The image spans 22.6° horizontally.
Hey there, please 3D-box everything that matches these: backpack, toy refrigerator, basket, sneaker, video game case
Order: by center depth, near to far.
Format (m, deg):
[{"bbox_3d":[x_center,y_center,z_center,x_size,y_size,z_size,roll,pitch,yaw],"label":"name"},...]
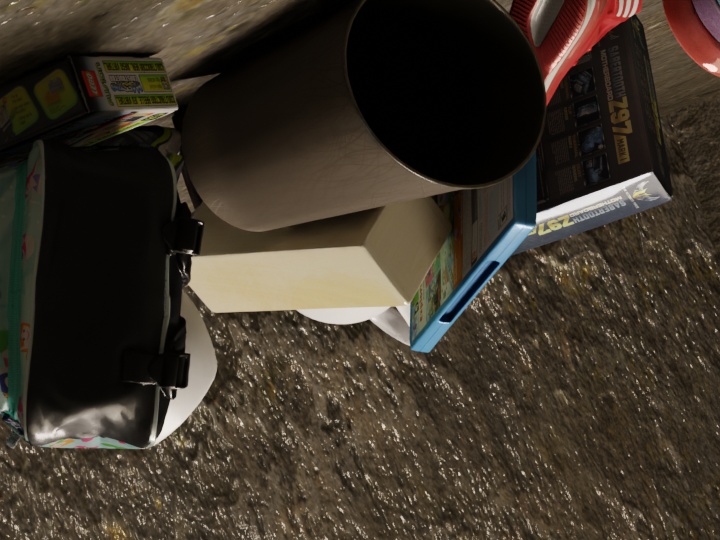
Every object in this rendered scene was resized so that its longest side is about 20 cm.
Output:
[{"bbox_3d":[-0.171,0.014,1.036,0.150,0.178,0.200,4,180,-7],"label":"backpack"},{"bbox_3d":[-0.011,-0.099,1.175,0.180,0.136,0.200,-3,172,-44],"label":"basket"},{"bbox_3d":[0.076,-0.047,1.262,0.018,0.143,0.200,10,150,-16],"label":"video game case"},{"bbox_3d":[-0.173,-0.076,1.273,0.081,0.074,0.200,22,-177,-12],"label":"sneaker"},{"bbox_3d":[-0.038,-0.018,1.293,0.200,0.070,0.076,-3,-134,43],"label":"toy refrigerator"},{"bbox_3d":[0.142,-0.153,1.309,0.116,0.078,0.200,-23,161,-40],"label":"sneaker"}]

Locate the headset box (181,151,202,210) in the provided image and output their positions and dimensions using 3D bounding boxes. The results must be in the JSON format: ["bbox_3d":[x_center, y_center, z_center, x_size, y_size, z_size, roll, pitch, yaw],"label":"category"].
[{"bbox_3d":[-0.078,-0.094,1.551,0.149,0.075,0.200,-19,179,-6],"label":"headset box"}]

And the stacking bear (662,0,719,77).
[{"bbox_3d":[0.321,-0.227,1.290,0.114,0.121,0.200,-28,175,-41],"label":"stacking bear"}]

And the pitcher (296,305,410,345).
[{"bbox_3d":[0.000,0.000,1.465,0.121,0.172,0.200,-59,-175,-13],"label":"pitcher"}]

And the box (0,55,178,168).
[{"bbox_3d":[-0.220,-0.077,1.071,0.200,0.035,0.110,-20,178,22],"label":"box"}]

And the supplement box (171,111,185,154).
[{"bbox_3d":[-0.039,-0.119,1.386,0.200,0.061,0.109,-20,179,-2],"label":"supplement box"}]

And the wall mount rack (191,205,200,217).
[{"bbox_3d":[-0.218,-0.025,1.414,0.174,0.075,0.200,15,159,-32],"label":"wall mount rack"}]

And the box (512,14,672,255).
[{"bbox_3d":[0.174,-0.125,1.542,0.158,0.200,0.051,-21,142,23],"label":"box"}]

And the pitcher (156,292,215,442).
[{"bbox_3d":[-0.198,0.018,1.237,0.121,0.200,0.172,-44,-162,8],"label":"pitcher"}]
